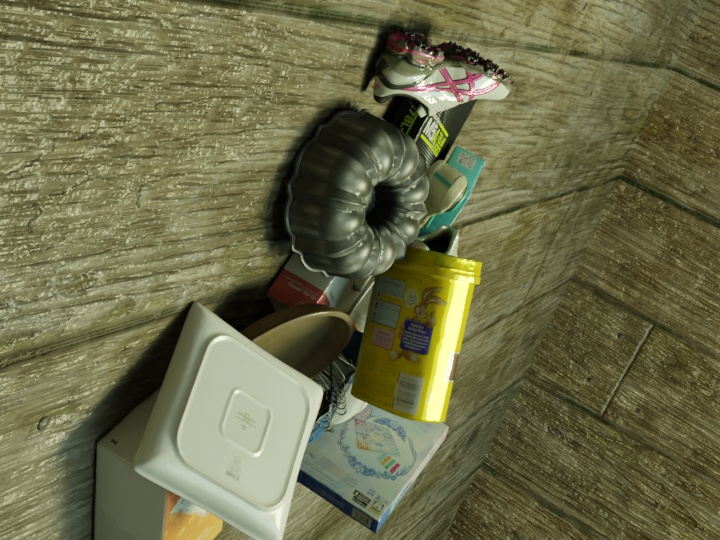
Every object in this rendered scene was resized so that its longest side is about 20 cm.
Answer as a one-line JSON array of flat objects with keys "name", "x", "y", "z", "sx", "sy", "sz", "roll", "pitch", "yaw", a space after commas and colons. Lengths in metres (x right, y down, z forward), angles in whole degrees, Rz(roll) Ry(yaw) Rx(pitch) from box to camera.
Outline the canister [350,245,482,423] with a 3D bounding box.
[{"name": "canister", "x": 0.065, "y": 0.074, "z": 1.425, "sx": 0.086, "sy": 0.148, "sz": 0.202, "roll": 10, "pitch": 93, "yaw": -37}]

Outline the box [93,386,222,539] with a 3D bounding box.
[{"name": "box", "x": -0.217, "y": 0.242, "z": 1.273, "sx": 0.124, "sy": 0.097, "sz": 0.201, "roll": -43, "pitch": 155, "yaw": -44}]

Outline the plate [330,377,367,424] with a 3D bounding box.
[{"name": "plate", "x": 0.041, "y": 0.122, "z": 1.651, "sx": 0.200, "sy": 0.032, "sz": 0.200, "roll": -48, "pitch": 171, "yaw": -35}]

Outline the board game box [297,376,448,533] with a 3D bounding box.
[{"name": "board game box", "x": -0.004, "y": 0.256, "z": 1.712, "sx": 0.199, "sy": 0.199, "sz": 0.044, "roll": -47, "pitch": 160, "yaw": -35}]

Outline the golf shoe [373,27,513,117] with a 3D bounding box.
[{"name": "golf shoe", "x": 0.098, "y": -0.230, "z": 1.398, "sx": 0.199, "sy": 0.073, "sz": 0.093, "roll": 7, "pitch": 119, "yaw": -36}]

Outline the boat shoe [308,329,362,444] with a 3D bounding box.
[{"name": "boat shoe", "x": -0.065, "y": 0.153, "z": 1.616, "sx": 0.084, "sy": 0.069, "sz": 0.201, "roll": -1, "pitch": 123, "yaw": -58}]

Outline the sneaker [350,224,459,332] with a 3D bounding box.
[{"name": "sneaker", "x": 0.056, "y": 0.002, "z": 1.555, "sx": 0.200, "sy": 0.076, "sz": 0.092, "roll": -40, "pitch": 160, "yaw": -25}]

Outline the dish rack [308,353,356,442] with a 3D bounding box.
[{"name": "dish rack", "x": -0.075, "y": 0.184, "z": 1.473, "sx": 0.153, "sy": 0.055, "sz": 0.200, "roll": -41, "pitch": -165, "yaw": 12}]

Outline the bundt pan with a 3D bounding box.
[{"name": "bundt pan", "x": 0.007, "y": -0.081, "z": 1.331, "sx": 0.201, "sy": 0.075, "sz": 0.204, "roll": -22, "pitch": 121, "yaw": -42}]

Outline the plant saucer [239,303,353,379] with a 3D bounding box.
[{"name": "plant saucer", "x": -0.100, "y": 0.101, "z": 1.373, "sx": 0.199, "sy": 0.030, "sz": 0.200, "roll": -26, "pitch": 156, "yaw": -13}]

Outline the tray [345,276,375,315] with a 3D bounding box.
[{"name": "tray", "x": 0.000, "y": 0.000, "z": 1.570, "sx": 0.200, "sy": 0.022, "sz": 0.107, "roll": -53, "pitch": -165, "yaw": -26}]

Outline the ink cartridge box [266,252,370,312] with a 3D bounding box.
[{"name": "ink cartridge box", "x": -0.028, "y": -0.015, "z": 1.456, "sx": 0.201, "sy": 0.067, "sz": 0.117, "roll": -57, "pitch": 161, "yaw": -15}]

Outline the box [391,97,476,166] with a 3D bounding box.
[{"name": "box", "x": 0.083, "y": -0.179, "z": 1.542, "sx": 0.194, "sy": 0.047, "sz": 0.200, "roll": -59, "pitch": 166, "yaw": 0}]

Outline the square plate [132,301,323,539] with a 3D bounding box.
[{"name": "square plate", "x": -0.127, "y": 0.163, "z": 1.220, "sx": 0.028, "sy": 0.200, "sz": 0.199, "roll": -21, "pitch": -137, "yaw": 43}]

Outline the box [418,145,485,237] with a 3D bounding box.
[{"name": "box", "x": 0.107, "y": -0.082, "z": 1.651, "sx": 0.083, "sy": 0.049, "sz": 0.200, "roll": -62, "pitch": -178, "yaw": -39}]

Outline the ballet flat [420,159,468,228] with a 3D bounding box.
[{"name": "ballet flat", "x": 0.086, "y": -0.101, "z": 1.469, "sx": 0.070, "sy": 0.069, "sz": 0.200, "roll": -57, "pitch": -175, "yaw": -12}]
